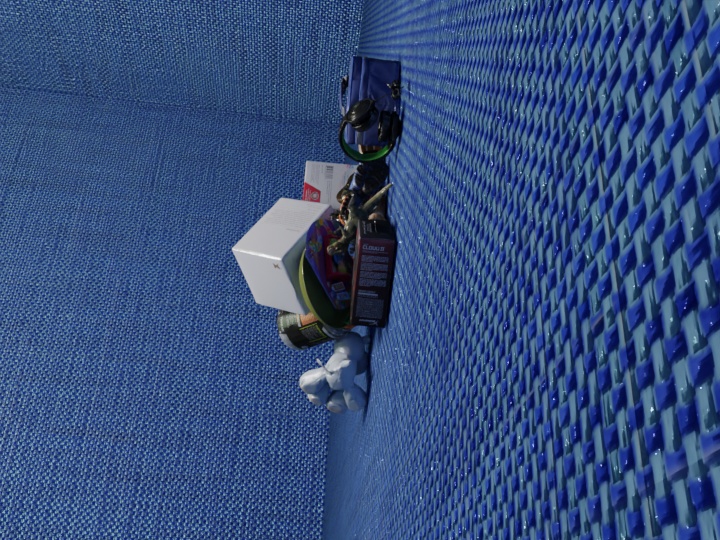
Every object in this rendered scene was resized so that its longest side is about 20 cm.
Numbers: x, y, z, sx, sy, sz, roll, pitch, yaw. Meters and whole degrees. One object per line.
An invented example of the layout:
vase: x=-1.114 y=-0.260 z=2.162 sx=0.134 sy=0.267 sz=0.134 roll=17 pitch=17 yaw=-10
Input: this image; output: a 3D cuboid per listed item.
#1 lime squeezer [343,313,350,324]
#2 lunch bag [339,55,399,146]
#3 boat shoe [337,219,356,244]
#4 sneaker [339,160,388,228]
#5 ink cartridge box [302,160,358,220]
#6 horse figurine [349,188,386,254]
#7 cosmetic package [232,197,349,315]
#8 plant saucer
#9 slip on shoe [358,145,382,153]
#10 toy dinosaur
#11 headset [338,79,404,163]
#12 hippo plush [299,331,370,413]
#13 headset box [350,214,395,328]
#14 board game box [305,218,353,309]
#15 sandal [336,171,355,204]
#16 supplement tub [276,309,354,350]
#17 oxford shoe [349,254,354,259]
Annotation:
lime squeezer: x=0.015 y=0.030 z=1.639 sx=0.070 sy=0.037 sz=0.204 roll=33 pitch=-101 yaw=-49
lunch bag: x=0.017 y=-0.385 z=1.654 sx=0.137 sy=0.128 sz=0.204 roll=102 pitch=172 yaw=-57
boat shoe: x=-0.038 y=-0.096 z=1.825 sx=0.072 sy=0.196 sz=0.064 roll=-5 pitch=-87 yaw=-54
sneaker: x=0.000 y=-0.178 z=1.689 sx=0.202 sy=0.074 sz=0.079 roll=-59 pitch=4 yaw=-23
ink cartridge box: x=-0.050 y=-0.173 z=1.891 sx=0.146 sy=0.194 sz=0.149 roll=98 pitch=177 yaw=-57
horse figurine: x=0.023 y=-0.093 z=1.649 sx=0.134 sy=0.049 sz=0.201 roll=-56 pitch=7 yaw=19
cosmetic package: x=-0.155 y=-0.037 z=1.702 sx=0.201 sy=0.163 sz=0.170 roll=-50 pitch=-45 yaw=-34
plant saucer: x=-0.077 y=0.030 z=1.611 sx=0.199 sy=0.030 sz=0.205 roll=35 pitch=-134 yaw=-47
slip on shoe: x=0.030 y=-0.331 z=1.839 sx=0.202 sy=0.074 sz=0.062 roll=88 pitch=178 yaw=-59
toy dinosaur: x=-0.017 y=-0.123 z=1.586 sx=0.202 sy=0.088 sz=0.047 roll=-53 pitch=-27 yaw=0
headset: x=0.031 y=-0.299 z=1.499 sx=0.202 sy=0.121 sz=0.095 roll=-57 pitch=21 yaw=35
hippo plush: x=-0.056 y=0.224 z=1.770 sx=0.163 sy=0.155 sz=0.203 roll=-73 pitch=-25 yaw=-45
headset box: x=0.023 y=-0.008 z=1.499 sx=0.149 sy=0.073 sz=0.206 roll=-94 pitch=9 yaw=-71
board game box: x=-0.047 y=-0.021 z=1.618 sx=0.203 sy=0.038 sz=0.159 roll=62 pitch=-148 yaw=-22
sandal: x=0.007 y=-0.214 z=1.792 sx=0.081 sy=0.055 sz=0.201 roll=-27 pitch=22 yaw=39
supplement tub: x=-0.096 y=0.111 z=1.759 sx=0.197 sy=0.121 sz=0.126 roll=-20 pitch=55 yaw=37
oxford shoe: x=-0.088 y=-0.047 z=1.933 sx=0.071 sy=0.198 sz=0.073 roll=-43 pitch=61 yaw=21
